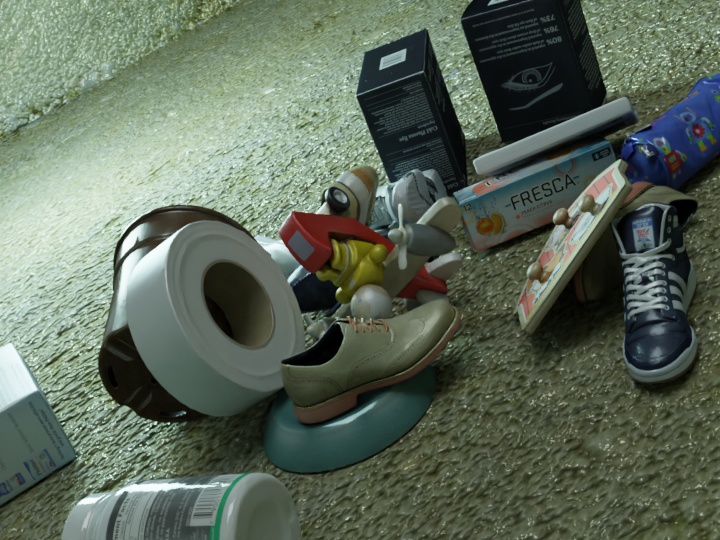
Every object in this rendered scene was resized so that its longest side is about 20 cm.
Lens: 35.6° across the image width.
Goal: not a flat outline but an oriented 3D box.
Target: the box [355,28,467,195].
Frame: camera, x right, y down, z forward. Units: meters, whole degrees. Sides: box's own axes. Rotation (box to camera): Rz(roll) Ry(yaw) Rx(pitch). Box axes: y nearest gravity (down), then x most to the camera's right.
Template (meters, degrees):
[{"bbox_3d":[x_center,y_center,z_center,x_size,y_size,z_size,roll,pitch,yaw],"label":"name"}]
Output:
[{"bbox_3d":[0.076,-0.218,1.607,0.103,0.183,0.201,-18,25,14],"label":"box"}]

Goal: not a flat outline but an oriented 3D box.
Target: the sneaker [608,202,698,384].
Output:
[{"bbox_3d":[0.274,0.012,1.061,0.069,0.109,0.201,-12,28,26],"label":"sneaker"}]

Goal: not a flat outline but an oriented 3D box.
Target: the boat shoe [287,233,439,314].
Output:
[{"bbox_3d":[0.000,0.000,1.368,0.198,0.085,0.069,-27,28,0],"label":"boat shoe"}]

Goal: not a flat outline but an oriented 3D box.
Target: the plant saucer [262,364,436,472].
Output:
[{"bbox_3d":[-0.019,0.132,1.178,0.198,0.036,0.201,-21,25,10],"label":"plant saucer"}]

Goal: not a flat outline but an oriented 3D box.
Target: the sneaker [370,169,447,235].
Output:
[{"bbox_3d":[0.045,-0.079,1.457,0.114,0.076,0.200,-21,3,16],"label":"sneaker"}]

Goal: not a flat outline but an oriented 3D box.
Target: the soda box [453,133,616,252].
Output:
[{"bbox_3d":[0.216,-0.095,1.368,0.198,0.069,0.064,-22,16,4],"label":"soda box"}]

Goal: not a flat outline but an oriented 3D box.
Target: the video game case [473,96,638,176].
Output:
[{"bbox_3d":[0.252,-0.165,1.425,0.198,0.024,0.182,-22,-3,17],"label":"video game case"}]

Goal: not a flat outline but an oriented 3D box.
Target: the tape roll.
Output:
[{"bbox_3d":[-0.152,0.050,1.203,0.071,0.203,0.203,-32,18,32],"label":"tape roll"}]

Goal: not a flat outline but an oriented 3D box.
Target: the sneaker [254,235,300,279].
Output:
[{"bbox_3d":[-0.114,0.000,1.498,0.071,0.073,0.199,-44,21,-20],"label":"sneaker"}]

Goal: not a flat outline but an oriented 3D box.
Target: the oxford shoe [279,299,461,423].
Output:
[{"bbox_3d":[0.012,0.076,1.129,0.199,0.074,0.071,-31,26,-15],"label":"oxford shoe"}]

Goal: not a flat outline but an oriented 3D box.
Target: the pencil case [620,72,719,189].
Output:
[{"bbox_3d":[0.389,-0.163,1.335,0.199,0.087,0.078,-37,-1,-26],"label":"pencil case"}]

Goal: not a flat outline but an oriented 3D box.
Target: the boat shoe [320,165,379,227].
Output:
[{"bbox_3d":[-0.017,-0.063,1.431,0.068,0.075,0.200,-41,-9,-25],"label":"boat shoe"}]

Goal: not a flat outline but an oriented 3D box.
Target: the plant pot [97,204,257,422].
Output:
[{"bbox_3d":[-0.219,0.059,1.334,0.198,0.201,0.199,-17,33,16],"label":"plant pot"}]

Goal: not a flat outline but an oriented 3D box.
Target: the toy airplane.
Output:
[{"bbox_3d":[0.022,0.012,1.225,0.197,0.201,0.142,-7,41,8],"label":"toy airplane"}]

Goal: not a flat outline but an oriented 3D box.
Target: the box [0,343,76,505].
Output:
[{"bbox_3d":[-0.470,0.206,1.355,0.199,0.106,0.184,-31,26,-16],"label":"box"}]

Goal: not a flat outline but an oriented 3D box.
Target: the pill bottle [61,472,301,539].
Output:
[{"bbox_3d":[-0.161,0.242,0.996,0.198,0.114,0.113,-9,28,30],"label":"pill bottle"}]

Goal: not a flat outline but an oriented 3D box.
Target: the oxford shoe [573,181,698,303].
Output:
[{"bbox_3d":[0.291,-0.033,1.187,0.074,0.071,0.200,9,42,40],"label":"oxford shoe"}]

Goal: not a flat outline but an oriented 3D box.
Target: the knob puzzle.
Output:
[{"bbox_3d":[0.212,-0.037,1.180,0.221,0.030,0.220,-58,2,3],"label":"knob puzzle"}]

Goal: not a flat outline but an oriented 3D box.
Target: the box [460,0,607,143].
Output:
[{"bbox_3d":[0.249,-0.302,1.594,0.147,0.202,0.105,-8,28,28],"label":"box"}]
